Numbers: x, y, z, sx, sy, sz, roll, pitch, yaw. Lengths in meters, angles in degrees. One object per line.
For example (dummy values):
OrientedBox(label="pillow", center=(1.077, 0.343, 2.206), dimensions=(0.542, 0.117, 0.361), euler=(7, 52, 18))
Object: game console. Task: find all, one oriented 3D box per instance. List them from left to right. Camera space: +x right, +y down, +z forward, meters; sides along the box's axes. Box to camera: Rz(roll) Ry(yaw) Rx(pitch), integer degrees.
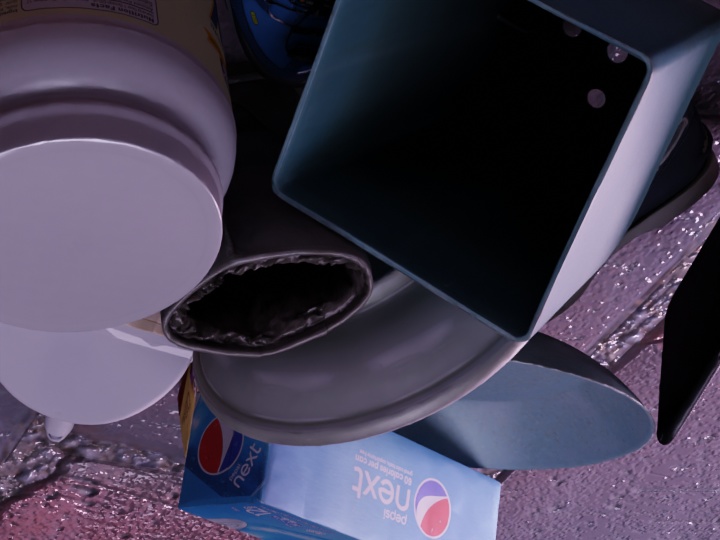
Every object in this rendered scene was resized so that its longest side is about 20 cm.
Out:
OrientedBox(label="game console", center=(0.250, 0.003, 0.952), dimensions=(0.176, 0.200, 0.117), euler=(-4, 110, 13))

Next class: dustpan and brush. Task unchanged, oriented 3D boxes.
OrientedBox(label="dustpan and brush", center=(-0.178, 0.063, 1.062), dimensions=(0.139, 0.057, 0.200), euler=(18, 135, -6))

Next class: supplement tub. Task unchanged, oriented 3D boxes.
OrientedBox(label="supplement tub", center=(-0.132, -0.088, 0.767), dimensions=(0.145, 0.200, 0.145), euler=(-7, 141, -5))

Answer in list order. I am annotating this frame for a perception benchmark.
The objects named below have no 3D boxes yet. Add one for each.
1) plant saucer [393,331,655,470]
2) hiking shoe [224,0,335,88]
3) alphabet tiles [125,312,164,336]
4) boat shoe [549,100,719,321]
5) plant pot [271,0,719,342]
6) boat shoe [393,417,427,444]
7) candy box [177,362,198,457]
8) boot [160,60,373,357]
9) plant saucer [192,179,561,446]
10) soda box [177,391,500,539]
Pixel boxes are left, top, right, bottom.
OrientedBox(label="plant saucer", center=(0.059, 0.062, 0.930), dimensions=(0.201, 0.039, 0.201), euler=(6, 158, 2))
OrientedBox(label="hiking shoe", center=(-0.021, -0.151, 0.807), dimensions=(0.074, 0.087, 0.200), euler=(1, 140, -14))
OrientedBox(label="alphabet tiles", center=(-0.193, -0.005, 0.886), dimensions=(0.200, 0.015, 0.196), euler=(20, 177, 7))
OrientedBox(label="boat shoe", center=(0.117, -0.030, 0.965), dimensions=(0.200, 0.075, 0.062), euler=(-34, 124, -11))
OrientedBox(label="plant pot", center=(0.085, -0.085, 0.814), dimensions=(0.200, 0.141, 0.142), euler=(-28, 145, -56))
OrientedBox(label="boat shoe", center=(0.009, 0.018, 0.999), dimensions=(0.059, 0.072, 0.200), euler=(-3, 117, -16))
OrientedBox(label="candy box", center=(-0.010, 0.065, 1.103), dimensions=(0.200, 0.057, 0.117), euler=(2, 138, -14))
OrientedBox(label="boot", center=(-0.091, -0.024, 0.853), dimensions=(0.182, 0.200, 0.073), euler=(-19, 130, 6))
OrientedBox(label="plant saucer", center=(0.000, 0.000, 0.859), dimensions=(0.200, 0.200, 0.050), euler=(-20, 124, 11))
OrientedBox(label="soda box", center=(-0.007, 0.125, 0.960), dimensions=(0.064, 0.068, 0.200), euler=(-11, 152, 40))
